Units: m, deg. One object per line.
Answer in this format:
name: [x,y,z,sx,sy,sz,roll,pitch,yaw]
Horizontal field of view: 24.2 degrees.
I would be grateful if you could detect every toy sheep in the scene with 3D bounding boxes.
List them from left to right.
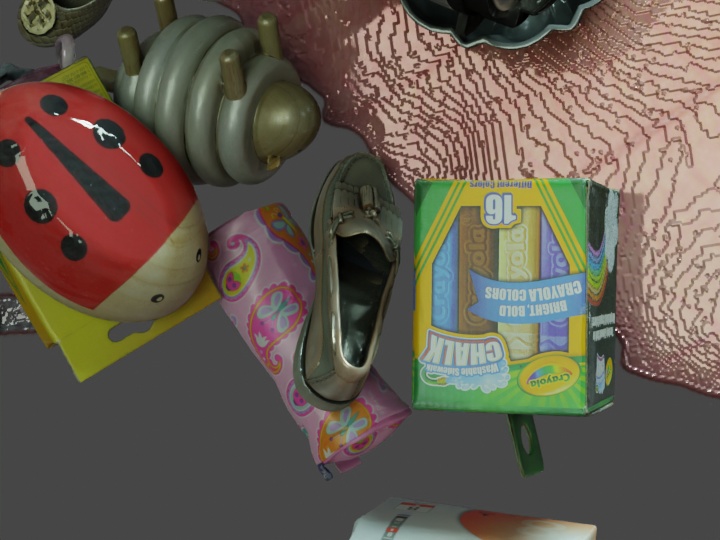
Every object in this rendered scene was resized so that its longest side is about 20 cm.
toy sheep: [-0.116,-0.128,1.234,0.199,0.138,0.139,19,96,27]

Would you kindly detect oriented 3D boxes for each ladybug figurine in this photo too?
ladybug figurine: [-0.186,-0.051,1.150,0.200,0.072,0.136,41,74,-9]

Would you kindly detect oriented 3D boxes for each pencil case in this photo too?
pencil case: [-0.044,0.049,1.234,0.087,0.087,0.201,-34,81,15]

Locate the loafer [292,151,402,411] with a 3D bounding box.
loafer: [0.000,0.000,1.189,0.071,0.063,0.202,19,61,-19]

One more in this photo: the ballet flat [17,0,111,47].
ballet flat: [-0.196,-0.248,1.302,0.199,0.046,0.068,-36,79,15]

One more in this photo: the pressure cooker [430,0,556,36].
pressure cooker: [0.065,-0.260,1.071,0.199,0.176,0.180,25,81,15]

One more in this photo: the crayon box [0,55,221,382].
crayon box: [-0.204,-0.034,1.207,0.126,0.051,0.201,-30,92,-19]

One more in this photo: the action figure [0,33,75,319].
action figure: [-0.231,-0.055,1.303,0.149,0.134,0.200,-37,82,-19]

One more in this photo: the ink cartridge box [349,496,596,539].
ink cartridge box: [0.064,0.200,1.137,0.161,0.200,0.051,6,92,18]

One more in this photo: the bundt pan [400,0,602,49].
bundt pan: [0.108,-0.252,1.186,0.200,0.076,0.204,0,90,19]

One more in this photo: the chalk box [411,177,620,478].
chalk box: [0.108,0.040,1.162,0.123,0.125,0.202,2,89,18]
